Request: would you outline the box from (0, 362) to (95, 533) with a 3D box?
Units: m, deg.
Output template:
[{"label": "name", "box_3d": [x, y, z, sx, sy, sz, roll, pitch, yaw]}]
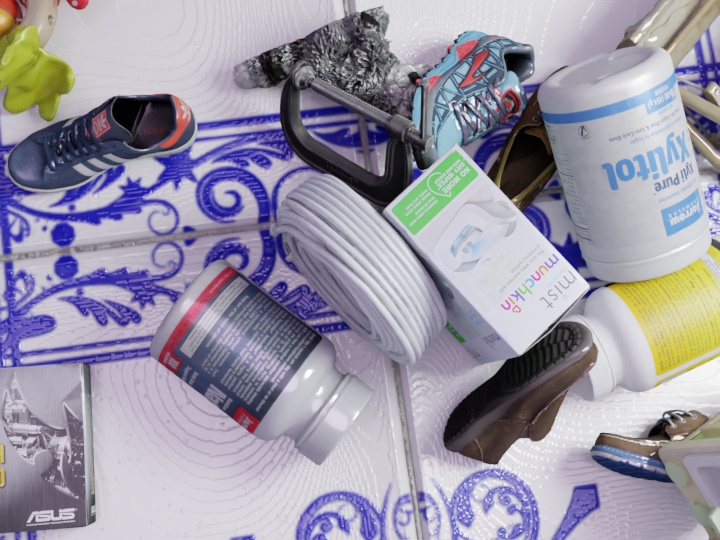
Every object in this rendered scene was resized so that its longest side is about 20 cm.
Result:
[{"label": "box", "box_3d": [-0.363, 0.176, 0.990, 0.198, 0.048, 0.160, -3, 82, -4]}]

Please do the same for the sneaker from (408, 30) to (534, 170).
[{"label": "sneaker", "box_3d": [0.116, -0.175, 1.013, 0.095, 0.080, 0.201, 11, 51, 28]}]

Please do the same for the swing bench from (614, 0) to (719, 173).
[{"label": "swing bench", "box_3d": [0.395, -0.233, 1.062, 0.200, 0.130, 0.199, 40, 82, 8]}]

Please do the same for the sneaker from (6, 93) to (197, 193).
[{"label": "sneaker", "box_3d": [-0.266, -0.137, 1.024, 0.199, 0.085, 0.075, -20, 83, -6]}]

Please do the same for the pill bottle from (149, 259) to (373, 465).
[{"label": "pill bottle", "box_3d": [-0.092, 0.093, 0.984, 0.199, 0.120, 0.120, 37, 81, 3]}]

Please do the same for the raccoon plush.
[{"label": "raccoon plush", "box_3d": [-0.019, -0.186, 1.067, 0.199, 0.097, 0.135, -18, 97, 23]}]

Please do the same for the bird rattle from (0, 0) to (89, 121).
[{"label": "bird rattle", "box_3d": [-0.357, -0.263, 1.033, 0.162, 0.113, 0.202, 5, 78, 14]}]

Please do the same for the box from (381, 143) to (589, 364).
[{"label": "box", "box_3d": [0.107, -0.007, 0.971, 0.097, 0.200, 0.177, -42, 87, -8]}]

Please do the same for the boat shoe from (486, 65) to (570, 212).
[{"label": "boat shoe", "box_3d": [0.191, -0.133, 1.060, 0.072, 0.068, 0.201, 29, 80, 3]}]

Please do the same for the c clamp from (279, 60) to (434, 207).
[{"label": "c clamp", "box_3d": [-0.007, -0.145, 0.991, 0.199, 0.172, 0.027, 27, 52, 30]}]

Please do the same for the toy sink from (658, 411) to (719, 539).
[{"label": "toy sink", "box_3d": [0.364, 0.186, 0.931, 0.199, 0.130, 0.112, -31, 87, -18]}]

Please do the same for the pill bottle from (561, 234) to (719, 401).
[{"label": "pill bottle", "box_3d": [0.299, 0.052, 1.018, 0.199, 0.112, 0.113, -24, 84, -7]}]

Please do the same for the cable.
[{"label": "cable", "box_3d": [0.000, 0.000, 0.962, 0.069, 0.200, 0.200, -41, 90, -11]}]

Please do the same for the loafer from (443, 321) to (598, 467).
[{"label": "loafer", "box_3d": [0.165, 0.123, 0.988, 0.071, 0.200, 0.073, 34, 38, -14]}]

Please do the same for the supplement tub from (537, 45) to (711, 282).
[{"label": "supplement tub", "box_3d": [0.260, -0.105, 0.996, 0.131, 0.132, 0.201, -24, 108, -7]}]

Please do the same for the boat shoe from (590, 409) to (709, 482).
[{"label": "boat shoe", "box_3d": [0.328, 0.180, 1.028, 0.198, 0.072, 0.073, 12, 76, -12]}]
